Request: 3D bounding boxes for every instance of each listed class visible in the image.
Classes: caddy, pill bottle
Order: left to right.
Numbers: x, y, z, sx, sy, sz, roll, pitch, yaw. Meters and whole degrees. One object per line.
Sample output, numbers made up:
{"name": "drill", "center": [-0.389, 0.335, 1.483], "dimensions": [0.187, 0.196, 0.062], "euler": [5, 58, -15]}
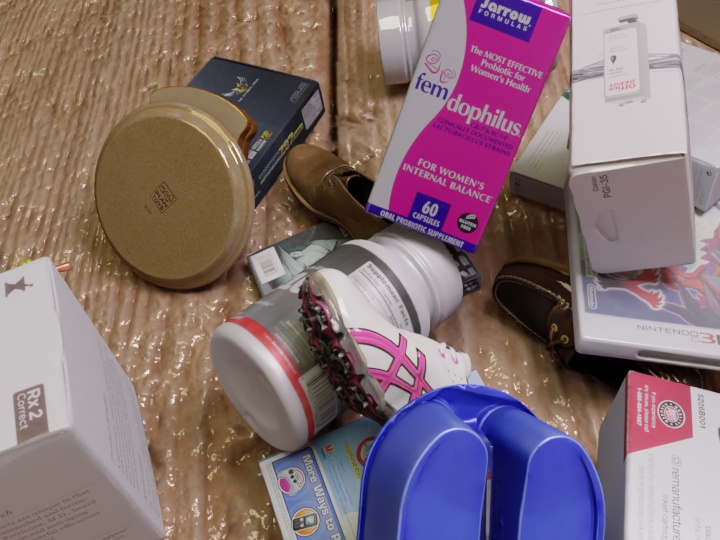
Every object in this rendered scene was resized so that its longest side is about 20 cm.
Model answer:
{"name": "pill bottle", "center": [-0.015, 0.046, 0.698], "dimensions": [0.199, 0.115, 0.113], "euler": [-35, 53, -30]}
{"name": "pill bottle", "center": [0.121, -0.274, 0.964], "dimensions": [0.197, 0.115, 0.115], "euler": [-6, 51, 7]}
{"name": "caddy", "center": [0.069, 0.174, 0.525], "dimensions": [0.139, 0.105, 0.203], "euler": [7, 85, -11]}

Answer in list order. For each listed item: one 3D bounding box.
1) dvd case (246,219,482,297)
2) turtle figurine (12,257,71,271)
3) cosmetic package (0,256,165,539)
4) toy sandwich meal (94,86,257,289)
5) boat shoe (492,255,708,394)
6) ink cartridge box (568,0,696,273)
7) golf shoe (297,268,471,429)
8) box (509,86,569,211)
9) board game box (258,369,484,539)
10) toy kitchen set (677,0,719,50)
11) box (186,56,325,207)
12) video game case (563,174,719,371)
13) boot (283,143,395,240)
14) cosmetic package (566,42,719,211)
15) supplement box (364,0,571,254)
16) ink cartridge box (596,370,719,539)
{"name": "dvd case", "center": [0.000, 0.000, 0.829], "dimensions": [0.198, 0.022, 0.147], "euler": [-23, 51, -9]}
{"name": "turtle figurine", "center": [-0.387, 0.024, 0.857], "dimensions": [0.199, 0.065, 0.162], "euler": [-34, 45, -5]}
{"name": "cosmetic package", "center": [-0.273, 0.133, 0.659], "dimensions": [0.163, 0.201, 0.166], "euler": [-21, 50, -7]}
{"name": "toy sandwich meal", "center": [-0.182, -0.084, 0.854], "dimensions": [0.202, 0.208, 0.070], "euler": [9, 13, 18]}
{"name": "boat shoe", "center": [0.194, 0.054, 0.715], "dimensions": [0.199, 0.071, 0.070], "euler": [27, 56, 28]}
{"name": "ink cartridge box", "center": [0.216, -0.120, 0.665], "dimensions": [0.082, 0.147, 0.202], "euler": [-5, 58, 22]}
{"name": "golf shoe", "center": [0.031, 0.076, 0.606], "dimensions": [0.092, 0.201, 0.072], "euler": [-38, 12, -20]}
{"name": "box", "center": [0.271, -0.107, 0.852], "dimensions": [0.198, 0.037, 0.145], "euler": [23, 59, 24]}
{"name": "board game box", "center": [0.044, 0.202, 0.637], "dimensions": [0.194, 0.056, 0.201], "euler": [-21, 51, -7]}
{"name": "toy kitchen set", "center": [0.481, -0.352, 0.925], "dimensions": [0.199, 0.164, 0.180], "euler": [-33, 53, -16]}
{"name": "box", "center": [-0.155, -0.153, 0.961], "dimensions": [0.156, 0.051, 0.201], "euler": [18, 58, 24]}
{"name": "video game case", "center": [0.267, -0.002, 0.710], "dimensions": [0.180, 0.023, 0.202], "euler": [7, 46, 3]}
{"name": "boot", "center": [-0.015, -0.084, 0.838], "dimensions": [0.073, 0.076, 0.200], "euler": [-35, 53, -16]}
{"name": "cosmetic package", "center": [0.319, -0.147, 0.811], "dimensions": [0.199, 0.052, 0.150], "euler": [-32, 51, -31]}
{"name": "supplement box", "center": [0.087, -0.133, 0.696], "dimensions": [0.100, 0.202, 0.103], "euler": [21, 20, 3]}
{"name": "ink cartridge box", "center": [0.266, 0.169, 0.568], "dimensions": [0.197, 0.084, 0.146], "euler": [13, 46, 6]}
